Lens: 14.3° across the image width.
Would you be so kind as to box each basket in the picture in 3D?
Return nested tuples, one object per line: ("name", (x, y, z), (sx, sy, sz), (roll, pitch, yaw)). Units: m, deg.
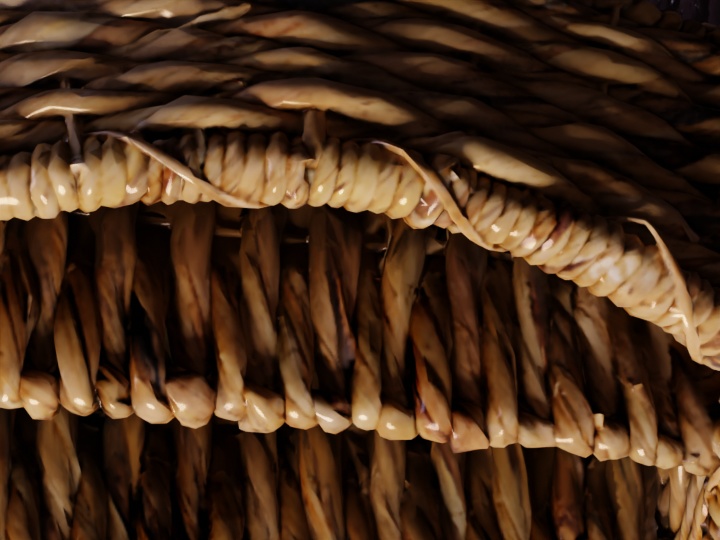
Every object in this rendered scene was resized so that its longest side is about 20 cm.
("basket", (-0.020, 0.027, 0.544), (0.143, 0.199, 0.149), (117, 157, -59))

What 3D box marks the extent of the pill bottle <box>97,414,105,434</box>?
("pill bottle", (-0.047, 0.076, 0.659), (0.200, 0.111, 0.111), (54, 155, 14))
